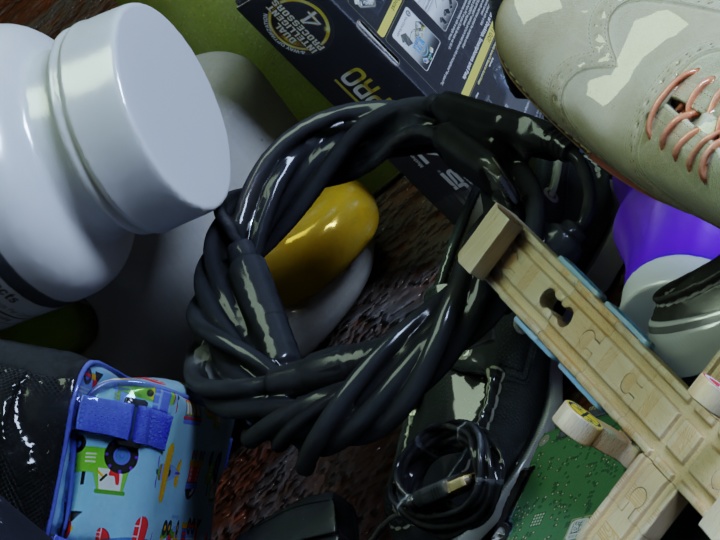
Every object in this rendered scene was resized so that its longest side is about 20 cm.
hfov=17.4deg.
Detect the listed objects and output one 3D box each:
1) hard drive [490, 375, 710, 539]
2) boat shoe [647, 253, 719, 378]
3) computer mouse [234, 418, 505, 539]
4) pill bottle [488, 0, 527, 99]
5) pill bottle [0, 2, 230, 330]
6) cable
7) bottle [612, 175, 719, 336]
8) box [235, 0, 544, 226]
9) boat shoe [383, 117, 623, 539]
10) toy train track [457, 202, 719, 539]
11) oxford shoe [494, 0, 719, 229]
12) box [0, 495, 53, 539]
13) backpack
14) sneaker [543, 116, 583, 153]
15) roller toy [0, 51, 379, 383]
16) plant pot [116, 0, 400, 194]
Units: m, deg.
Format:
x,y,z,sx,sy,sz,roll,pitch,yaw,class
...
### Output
x,y,z,sx,sy,sz,roll,pitch,yaw,class
0.079,0.116,0.726,0.140,0.038,0.200,-21,33,48,hard drive
0.170,-0.035,0.734,0.200,0.066,0.070,-29,4,20,boat shoe
-0.007,0.098,0.863,0.200,0.034,0.059,-42,36,52,computer mouse
0.146,-0.111,0.795,0.200,0.112,0.112,-6,33,11,pill bottle
-0.161,-0.034,0.975,0.200,0.120,0.120,-21,29,20,pill bottle
0.000,0.000,0.907,0.163,0.051,0.200,-55,33,-8,cable
0.135,-0.045,0.869,0.083,0.065,0.200,-32,25,38,bottle
0.040,-0.137,1.083,0.049,0.161,0.200,-28,29,41,box
0.047,0.025,0.918,0.076,0.060,0.200,-24,31,42,boat shoe
0.074,0.028,0.729,0.115,0.033,0.200,-54,34,10,toy train track
0.114,-0.044,0.690,0.200,0.074,0.071,30,99,29,oxford shoe
-0.143,0.185,0.798,0.182,0.200,0.104,-47,22,-3,box
-0.139,0.135,0.938,0.183,0.134,0.200,54,-135,-76,backpack
0.120,-0.135,1.043,0.070,0.078,0.200,-17,35,52,sneaker
-0.090,-0.003,1.123,0.200,0.140,0.182,-35,17,4,roller toy
-0.051,-0.154,1.232,0.187,0.200,0.187,-39,23,20,plant pot
